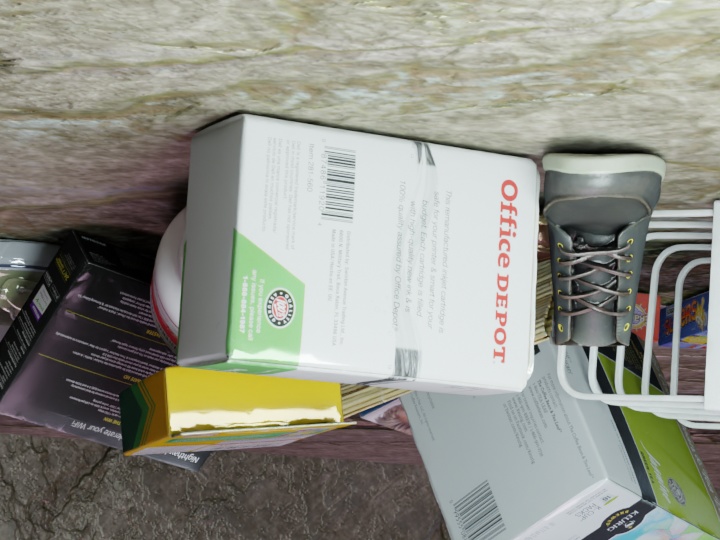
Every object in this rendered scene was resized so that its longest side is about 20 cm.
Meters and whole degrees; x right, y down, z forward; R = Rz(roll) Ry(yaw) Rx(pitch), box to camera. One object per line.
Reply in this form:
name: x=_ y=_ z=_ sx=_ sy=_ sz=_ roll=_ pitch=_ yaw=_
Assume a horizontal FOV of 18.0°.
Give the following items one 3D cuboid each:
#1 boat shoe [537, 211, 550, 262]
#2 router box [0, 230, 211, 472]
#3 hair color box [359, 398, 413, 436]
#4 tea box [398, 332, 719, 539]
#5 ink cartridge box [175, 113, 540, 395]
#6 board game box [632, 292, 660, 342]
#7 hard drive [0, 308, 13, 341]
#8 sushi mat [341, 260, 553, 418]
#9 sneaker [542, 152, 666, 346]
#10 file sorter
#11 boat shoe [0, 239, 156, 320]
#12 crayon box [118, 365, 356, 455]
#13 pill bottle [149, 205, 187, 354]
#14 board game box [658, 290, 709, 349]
boat shoe: x=0.074 y=-0.005 z=1.579 sx=0.072 sy=0.068 sz=0.200 roll=10 pitch=168 yaw=-37
router box: x=-0.176 y=0.067 z=1.783 sx=0.200 sy=0.149 sz=0.051 roll=22 pitch=-158 yaw=-35
hair color box: x=0.100 y=0.066 z=1.799 sx=0.200 sy=0.061 sz=0.100 roll=-29 pitch=145 yaw=33
tea box: x=0.148 y=0.132 z=1.655 sx=0.134 sy=0.200 sz=0.197 roll=-37 pitch=140 yaw=22
ink cartridge box: x=0.000 y=-0.004 z=1.362 sx=0.200 sy=0.146 sz=0.084 roll=8 pitch=171 yaw=-26
board game box: x=0.140 y=0.044 z=1.946 sx=0.153 sy=0.040 sz=0.200 roll=7 pitch=170 yaw=-23
hard drive: x=-0.257 y=0.042 z=1.906 sx=0.132 sy=0.027 sz=0.200 roll=4 pitch=-171 yaw=-7
sushi mat: x=0.056 y=0.043 z=1.612 sx=0.200 sy=0.096 sz=0.012 roll=-24 pitch=126 yaw=30
sneaker: x=0.150 y=-0.010 z=1.402 sx=0.075 sy=0.106 sz=0.200 roll=2 pitch=171 yaw=8
file sorter: x=0.238 y=0.038 z=1.585 sx=0.124 sy=0.139 sz=0.200 roll=0 pitch=170 yaw=32
boat shoe: x=-0.256 y=0.012 z=1.804 sx=0.200 sy=0.062 sz=0.072 roll=4 pitch=171 yaw=-6
crayon box: x=-0.090 y=0.096 z=1.607 sx=0.126 sy=0.052 sz=0.200 roll=-2 pitch=173 yaw=-17
pill bottle: x=-0.087 y=0.006 z=1.562 sx=0.112 sy=0.112 sz=0.200 roll=4 pitch=171 yaw=-7
board game box: x=0.343 y=0.040 z=1.876 sx=0.135 sy=0.035 sz=0.200 roll=4 pitch=171 yaw=-12
